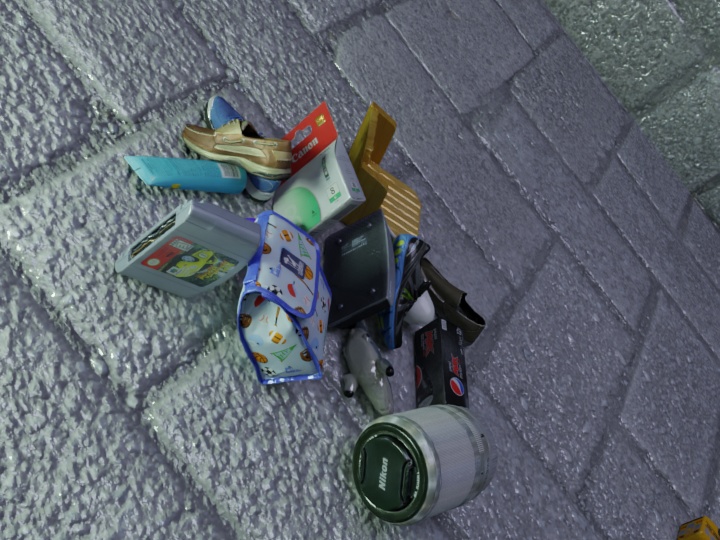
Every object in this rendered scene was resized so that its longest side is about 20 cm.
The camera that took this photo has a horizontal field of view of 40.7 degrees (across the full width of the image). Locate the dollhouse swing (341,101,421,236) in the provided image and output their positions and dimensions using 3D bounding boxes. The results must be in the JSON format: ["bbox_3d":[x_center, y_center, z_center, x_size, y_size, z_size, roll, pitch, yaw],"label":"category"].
[{"bbox_3d":[0.062,-0.170,1.830,0.174,0.183,0.201,20,43,-9],"label":"dollhouse swing"}]

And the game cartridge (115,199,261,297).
[{"bbox_3d":[-0.231,-0.024,1.334,0.132,0.199,0.041,19,54,-37],"label":"game cartridge"}]

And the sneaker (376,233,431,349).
[{"bbox_3d":[0.079,0.040,1.671,0.082,0.071,0.202,10,93,-19],"label":"sneaker"}]

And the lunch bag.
[{"bbox_3d":[-0.114,0.038,1.419,0.171,0.122,0.201,-85,161,-46],"label":"lunch bag"}]

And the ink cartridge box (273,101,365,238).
[{"bbox_3d":[-0.091,-0.163,1.643,0.050,0.160,0.202,2,60,-52],"label":"ink cartridge box"}]

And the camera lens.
[{"bbox_3d":[0.097,0.292,1.484,0.199,0.160,0.161,-3,63,-50],"label":"camera lens"}]

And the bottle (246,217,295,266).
[{"bbox_3d":[-0.176,-0.045,1.517,0.083,0.066,0.199,20,21,30],"label":"bottle"}]

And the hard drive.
[{"bbox_3d":[0.000,0.000,1.641,0.042,0.134,0.202,43,31,-38],"label":"hard drive"}]

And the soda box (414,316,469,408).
[{"bbox_3d":[0.141,0.186,1.697,0.063,0.071,0.202,30,42,-31],"label":"soda box"}]

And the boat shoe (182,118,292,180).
[{"bbox_3d":[-0.192,-0.207,1.564,0.198,0.075,0.076,21,17,18],"label":"boat shoe"}]

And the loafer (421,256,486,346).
[{"bbox_3d":[0.169,0.048,1.844,0.200,0.069,0.075,50,36,-6],"label":"loafer"}]

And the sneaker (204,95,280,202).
[{"bbox_3d":[-0.191,-0.217,1.645,0.201,0.077,0.075,56,37,6],"label":"sneaker"}]

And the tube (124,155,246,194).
[{"bbox_3d":[-0.269,-0.151,1.527,0.199,0.051,0.077,1,31,-47],"label":"tube"}]

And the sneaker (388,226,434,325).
[{"bbox_3d":[0.070,0.006,1.738,0.076,0.081,0.201,-29,77,-27],"label":"sneaker"}]

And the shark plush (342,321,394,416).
[{"bbox_3d":[0.003,0.148,1.610,0.083,0.091,0.201,43,12,-50],"label":"shark plush"}]

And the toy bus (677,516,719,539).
[{"bbox_3d":[0.761,0.616,2.059,0.201,0.065,0.078,51,36,-4],"label":"toy bus"}]
